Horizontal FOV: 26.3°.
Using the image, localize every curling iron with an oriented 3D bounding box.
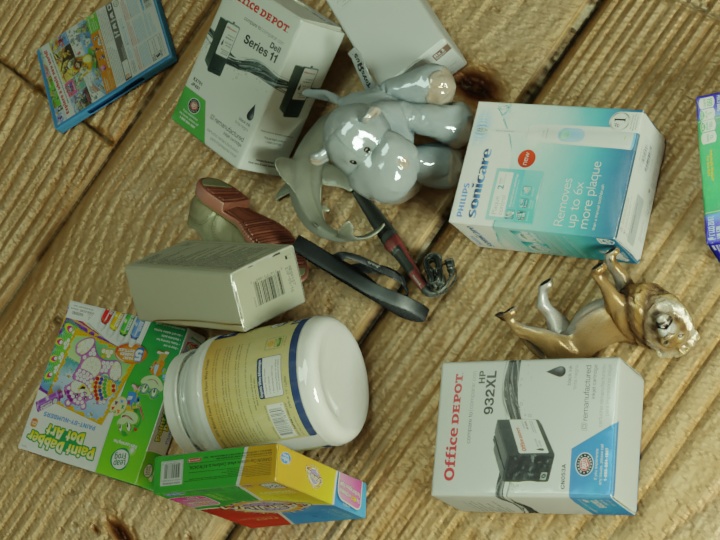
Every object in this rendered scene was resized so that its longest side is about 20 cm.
[{"bbox_3d":[0.046,-0.036,1.777,0.049,0.026,0.200,-34,51,-11],"label":"curling iron"}]

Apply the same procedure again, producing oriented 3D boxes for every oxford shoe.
[{"bbox_3d":[-0.137,-0.031,1.863,0.200,0.070,0.074,44,120,34],"label":"oxford shoe"}]

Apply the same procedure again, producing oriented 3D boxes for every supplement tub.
[{"bbox_3d":[-0.106,0.136,1.721,0.198,0.144,0.146,-12,66,25],"label":"supplement tub"}]

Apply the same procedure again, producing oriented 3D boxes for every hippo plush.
[{"bbox_3d":[0.031,-0.161,1.711,0.159,0.161,0.200,-38,90,19],"label":"hippo plush"}]

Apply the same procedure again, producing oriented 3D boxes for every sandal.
[{"bbox_3d":[-0.001,0.000,1.756,0.199,0.076,0.043,31,87,35],"label":"sandal"}]

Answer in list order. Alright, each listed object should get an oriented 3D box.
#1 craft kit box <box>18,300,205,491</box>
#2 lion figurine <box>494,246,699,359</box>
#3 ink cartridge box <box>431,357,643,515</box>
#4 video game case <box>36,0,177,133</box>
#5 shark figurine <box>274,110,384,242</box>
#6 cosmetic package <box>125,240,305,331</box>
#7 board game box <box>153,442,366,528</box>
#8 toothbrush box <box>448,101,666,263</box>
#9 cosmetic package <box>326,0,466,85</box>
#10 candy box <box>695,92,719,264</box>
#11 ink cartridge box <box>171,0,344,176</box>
[{"bbox_3d":[-0.306,0.151,1.891,0.199,0.048,0.199,10,79,32],"label":"craft kit box"},{"bbox_3d":[0.245,0.057,1.601,0.199,0.072,0.123,-25,101,35],"label":"lion figurine"},{"bbox_3d":[0.181,0.170,1.582,0.198,0.084,0.146,-4,70,28],"label":"ink cartridge box"},{"bbox_3d":[-0.348,-0.294,2.101,0.199,0.018,0.144,-29,60,17],"label":"video game case"},{"bbox_3d":[-0.062,-0.096,1.808,0.128,0.089,0.216,-33,47,19],"label":"shark figurine"},{"bbox_3d":[-0.171,0.015,1.793,0.199,0.103,0.074,3,111,47],"label":"cosmetic package"},{"bbox_3d":[-0.104,0.233,1.648,0.152,0.200,0.041,-10,67,26],"label":"board game box"},{"bbox_3d":[0.213,-0.097,1.669,0.199,0.085,0.148,8,75,33],"label":"toothbrush box"},{"bbox_3d":[0.035,-0.301,1.857,0.101,0.074,0.201,-36,60,13],"label":"cosmetic package"},{"bbox_3d":[0.446,-0.105,1.545,0.198,0.077,0.171,-10,66,25],"label":"candy box"},{"bbox_3d":[-0.126,-0.239,1.883,0.146,0.083,0.201,36,108,36],"label":"ink cartridge box"}]
